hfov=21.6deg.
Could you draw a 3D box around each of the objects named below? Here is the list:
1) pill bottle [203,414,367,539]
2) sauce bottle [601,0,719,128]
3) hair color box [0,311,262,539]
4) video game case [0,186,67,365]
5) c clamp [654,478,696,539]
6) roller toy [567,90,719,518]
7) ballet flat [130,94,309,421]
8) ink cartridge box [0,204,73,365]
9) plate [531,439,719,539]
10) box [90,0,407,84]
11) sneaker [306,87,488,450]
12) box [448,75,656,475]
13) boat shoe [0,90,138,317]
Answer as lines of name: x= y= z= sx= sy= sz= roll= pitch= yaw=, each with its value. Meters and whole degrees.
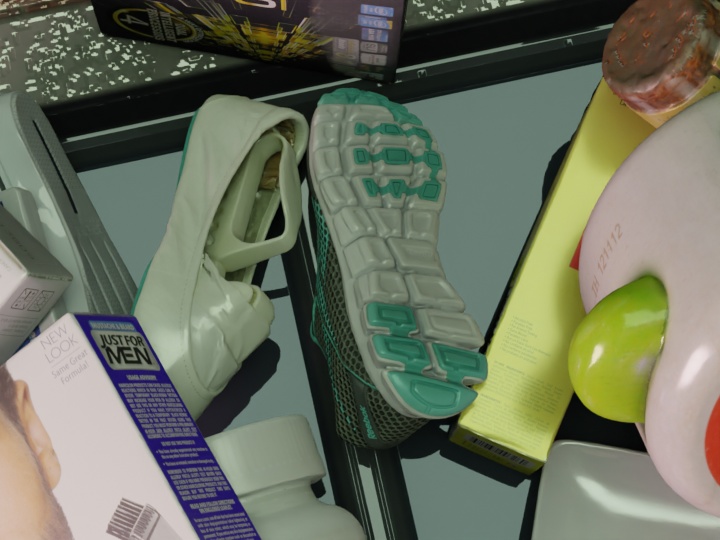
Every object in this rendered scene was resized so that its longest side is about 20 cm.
pill bottle: x=-0.037 y=0.177 z=0.884 sx=0.109 sy=0.110 sz=0.201 roll=-18 pitch=80 yaw=-5
sauce bottle: x=0.200 y=-0.065 z=0.913 sx=0.200 sy=0.066 sz=0.066 roll=33 pitch=77 yaw=-36
hair color box: x=-0.105 y=0.130 z=0.822 sx=0.109 sy=0.065 sz=0.200 roll=-37 pitch=73 yaw=16
video game case: x=-0.229 y=0.061 z=0.915 sx=0.199 sy=0.018 sz=0.144 roll=-21 pitch=79 yaw=16
c clamp: x=0.229 y=0.077 z=0.955 sx=0.170 sy=0.027 sz=0.201 roll=-8 pitch=80 yaw=3
roller toy: x=0.197 y=0.010 z=0.845 sx=0.182 sy=0.200 sz=0.140 roll=-40 pitch=41 yaw=19
ballet flat: x=-0.067 y=-0.002 z=0.918 sx=0.069 sy=0.069 sz=0.201 roll=12 pitch=62 yaw=1
ink cartridge box: x=-0.239 y=0.042 z=0.885 sx=0.109 sy=0.050 sz=0.200 roll=43 pitch=100 yaw=16
plate: x=0.170 y=0.190 z=0.891 sx=0.199 sy=0.032 sz=0.200 roll=8 pitch=64 yaw=12
box: x=-0.054 y=-0.153 z=0.903 sx=0.161 sy=0.200 sz=0.049 roll=8 pitch=77 yaw=-1
sneaker: x=0.000 y=0.000 z=0.939 sx=0.077 sy=0.091 sz=0.201 roll=9 pitch=53 yaw=-25
box: x=0.105 y=-0.001 z=0.941 sx=0.050 sy=0.075 sz=0.200 roll=24 pitch=78 yaw=3
boat shoe: x=-0.158 y=0.011 z=0.943 sx=0.071 sy=0.072 sz=0.201 roll=-26 pitch=79 yaw=16
